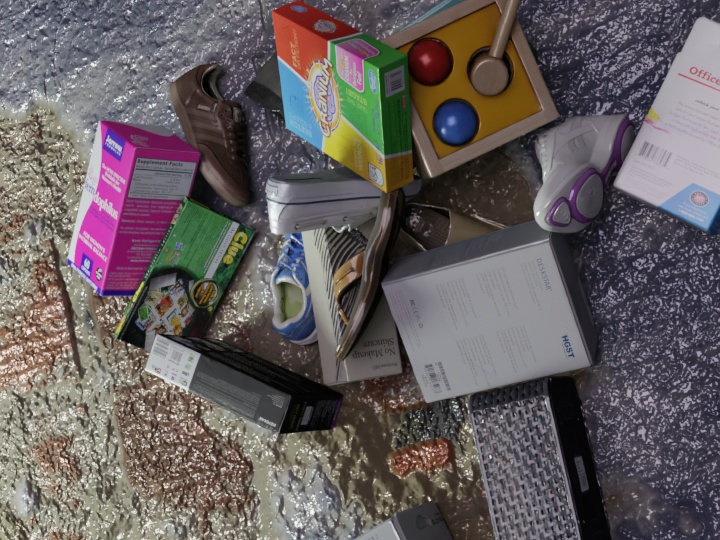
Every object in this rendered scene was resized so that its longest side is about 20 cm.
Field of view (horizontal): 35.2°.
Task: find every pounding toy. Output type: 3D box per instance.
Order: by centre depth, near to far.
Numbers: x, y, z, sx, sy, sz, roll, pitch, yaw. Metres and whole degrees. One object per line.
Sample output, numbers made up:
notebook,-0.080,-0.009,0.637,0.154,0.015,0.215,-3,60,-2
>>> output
pounding toy,0.126,-0.227,1.245,0.198,0.142,0.186,-25,95,-1

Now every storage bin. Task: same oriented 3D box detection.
storage bin,0.196,0.222,1.224,0.093,0.135,0.202,-16,79,21

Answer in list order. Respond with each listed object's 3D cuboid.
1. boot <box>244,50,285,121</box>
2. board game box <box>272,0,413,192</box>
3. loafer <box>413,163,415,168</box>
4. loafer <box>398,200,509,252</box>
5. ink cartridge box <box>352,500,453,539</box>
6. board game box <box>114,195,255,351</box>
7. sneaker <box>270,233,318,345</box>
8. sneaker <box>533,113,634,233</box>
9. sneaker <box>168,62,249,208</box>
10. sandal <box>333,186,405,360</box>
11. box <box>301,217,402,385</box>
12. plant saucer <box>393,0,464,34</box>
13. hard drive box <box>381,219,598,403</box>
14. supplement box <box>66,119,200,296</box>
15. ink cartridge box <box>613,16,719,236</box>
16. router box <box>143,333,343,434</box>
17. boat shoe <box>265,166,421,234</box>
boot,-0.045,-0.230,1.413,0.199,0.068,0.131,36,97,22
board game box,-0.020,-0.195,1.262,0.200,0.040,0.154,36,142,42
loafer,0.102,-0.188,1.342,0.063,0.072,0.201,36,98,16
loafer,0.120,-0.029,1.318,0.198,0.067,0.077,17,92,24
ink cartridge box,0.001,0.353,1.294,0.199,0.145,0.083,-34,74,18
board game box,-0.224,0.015,1.454,0.201,0.104,0.023,-61,27,7
sneaker,-0.065,-0.009,1.394,0.075,0.077,0.202,3,85,26
sneaker,0.224,-0.106,1.236,0.099,0.200,0.075,12,130,30
sneaker,-0.181,-0.179,1.465,0.075,0.070,0.201,-33,74,17
sandal,0.000,0.000,1.266,0.054,0.082,0.202,16,99,9
box,-0.012,0.030,1.347,0.068,0.081,0.202,-19,80,61
plant saucer,0.085,-0.283,1.385,0.199,0.019,0.070,-31,74,18
hard drive box,0.145,0.045,1.263,0.198,0.077,0.157,-14,108,22
supplement box,-0.290,-0.078,1.450,0.101,0.103,0.202,34,113,42
ink cartridge box,0.370,-0.153,1.218,0.115,0.068,0.202,29,97,23
router box,-0.138,0.136,1.374,0.199,0.149,0.052,22,93,24
boat shoe,-0.022,-0.078,1.293,0.073,0.198,0.068,33,122,55
